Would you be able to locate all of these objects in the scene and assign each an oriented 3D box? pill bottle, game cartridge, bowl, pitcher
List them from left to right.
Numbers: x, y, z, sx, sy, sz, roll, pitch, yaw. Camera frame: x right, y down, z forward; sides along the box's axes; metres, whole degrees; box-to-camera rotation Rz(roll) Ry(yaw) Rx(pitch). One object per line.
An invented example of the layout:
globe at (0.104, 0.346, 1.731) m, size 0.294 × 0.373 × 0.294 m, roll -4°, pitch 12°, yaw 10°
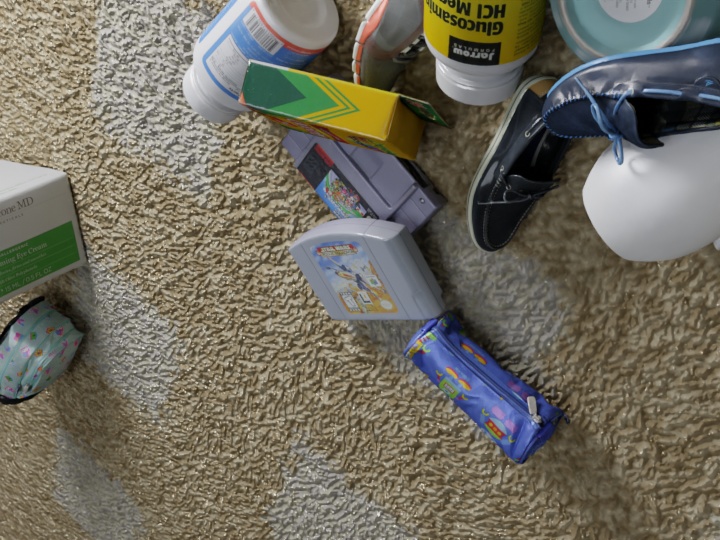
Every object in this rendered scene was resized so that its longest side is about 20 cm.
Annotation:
pill bottle at (-0.124, -0.255, 1.049) m, size 0.200 × 0.112 × 0.113 m, roll -31°, pitch 91°, yaw 46°
game cartridge at (-0.002, -0.116, 1.076) m, size 0.200 × 0.038 × 0.130 m, roll 50°, pitch 131°, yaw 7°
game cartridge at (0.000, 0.000, 1.100) m, size 0.200 × 0.042 × 0.133 m, roll -4°, pitch 128°, yaw 49°
pill bottle at (0.113, -0.252, 0.821) m, size 0.112 × 0.112 × 0.200 m, roll 31°, pitch 150°, yaw 24°
bowl at (0.237, -0.239, 0.754) m, size 0.200 × 0.105 × 0.202 m, roll 21°, pitch 125°, yaw 32°
pitcher at (0.312, -0.072, 0.782) m, size 0.200 × 0.121 × 0.172 m, roll -34°, pitch 101°, yaw 34°

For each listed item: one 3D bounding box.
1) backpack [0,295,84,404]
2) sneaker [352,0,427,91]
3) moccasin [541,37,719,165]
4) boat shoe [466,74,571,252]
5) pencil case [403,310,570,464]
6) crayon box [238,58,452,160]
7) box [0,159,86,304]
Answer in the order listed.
backpack at (-0.588, 0.142, 1.644) m, size 0.126 × 0.167 × 0.200 m, roll 35°, pitch 131°, yaw -5°
sneaker at (0.054, -0.251, 0.928) m, size 0.082 × 0.077 × 0.200 m, roll 34°, pitch 131°, yaw 14°
moccasin at (0.224, -0.132, 0.722) m, size 0.080 × 0.068 × 0.200 m, roll 28°, pitch 158°, yaw -32°
boat shoe at (0.162, -0.095, 0.913) m, size 0.062 × 0.074 × 0.201 m, roll 54°, pitch 137°, yaw 41°
pencil case at (0.142, 0.132, 1.051) m, size 0.200 × 0.078 × 0.087 m, roll 42°, pitch 158°, yaw 15°
crayon box at (-0.012, -0.164, 0.960) m, size 0.199 × 0.127 × 0.051 m, roll 16°, pitch 92°, yaw 18°
box at (-0.600, -0.066, 1.495) m, size 0.199 × 0.199 × 0.172 m, roll 11°, pitch 119°, yaw 34°
